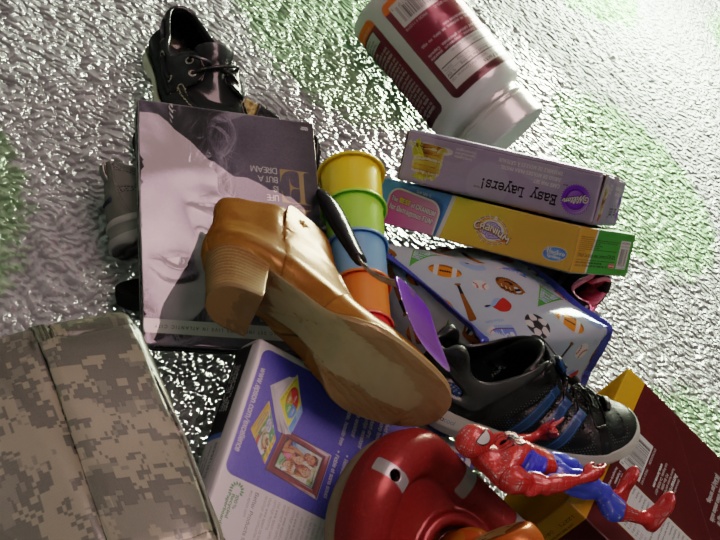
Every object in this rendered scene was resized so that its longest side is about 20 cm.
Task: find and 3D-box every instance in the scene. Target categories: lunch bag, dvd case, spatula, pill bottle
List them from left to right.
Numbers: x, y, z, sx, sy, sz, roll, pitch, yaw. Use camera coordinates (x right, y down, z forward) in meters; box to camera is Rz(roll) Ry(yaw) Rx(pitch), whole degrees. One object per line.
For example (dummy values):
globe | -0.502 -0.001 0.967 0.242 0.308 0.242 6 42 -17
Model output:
lunch bag | -0.192 0.138 0.778 0.166 0.140 0.202 -10 59 -28
dvd case | -0.098 -0.032 1.005 0.147 0.016 0.203 5 65 -23
spatula | 0.011 -0.003 0.973 0.057 0.021 0.200 45 4 -47
pill bottle | 0.095 -0.215 1.395 0.201 0.114 0.114 51 38 8
lunch bag | 0.082 0.044 1.132 0.169 0.125 0.200 0 33 -43

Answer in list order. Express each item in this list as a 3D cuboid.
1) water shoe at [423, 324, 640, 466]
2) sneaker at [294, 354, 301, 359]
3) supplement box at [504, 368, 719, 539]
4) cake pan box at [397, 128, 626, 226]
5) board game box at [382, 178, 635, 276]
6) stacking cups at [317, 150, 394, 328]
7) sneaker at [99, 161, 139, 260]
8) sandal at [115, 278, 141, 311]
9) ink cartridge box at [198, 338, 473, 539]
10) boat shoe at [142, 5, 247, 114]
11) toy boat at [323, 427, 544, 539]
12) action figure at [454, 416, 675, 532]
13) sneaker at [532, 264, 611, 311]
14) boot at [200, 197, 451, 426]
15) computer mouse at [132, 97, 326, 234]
water shoe | 0.135 0.094 0.987 0.197 0.080 0.072 10 30 -22
sneaker | -0.027 0.117 1.018 0.072 0.072 0.201 -27 77 -30
supplement box | 0.226 0.233 1.089 0.200 0.133 0.197 44 37 -1
cake pan box | 0.146 -0.085 1.220 0.182 0.053 0.200 16 6 15
board game box | 0.132 -0.039 1.203 0.198 0.041 0.152 16 6 28
stacking cups | 0.000 0.000 1.053 0.060 0.060 0.202 18 49 -31
sneaker | -0.119 -0.069 1.063 0.198 0.074 0.083 -13 82 -42
sandal | -0.103 -0.002 1.040 0.198 0.075 0.046 -8 104 -44
ink cartridge box | -0.026 0.181 0.922 0.199 0.047 0.200 30 60 -23
boat shoe | -0.134 -0.168 1.120 0.074 0.067 0.200 12 27 -26
toy boat | 0.073 0.192 0.876 0.200 0.130 0.131 44 56 -13
action figure | 0.139 0.138 0.921 0.198 0.052 0.065 18 15 -37
sneaker | 0.198 0.015 1.271 0.201 0.094 0.080 -69 142 -58
boot | -0.022 0.020 0.944 0.199 0.071 0.145 29 27 -14
computer mouse | -0.105 -0.113 1.166 0.198 0.046 0.142 21 45 -29
